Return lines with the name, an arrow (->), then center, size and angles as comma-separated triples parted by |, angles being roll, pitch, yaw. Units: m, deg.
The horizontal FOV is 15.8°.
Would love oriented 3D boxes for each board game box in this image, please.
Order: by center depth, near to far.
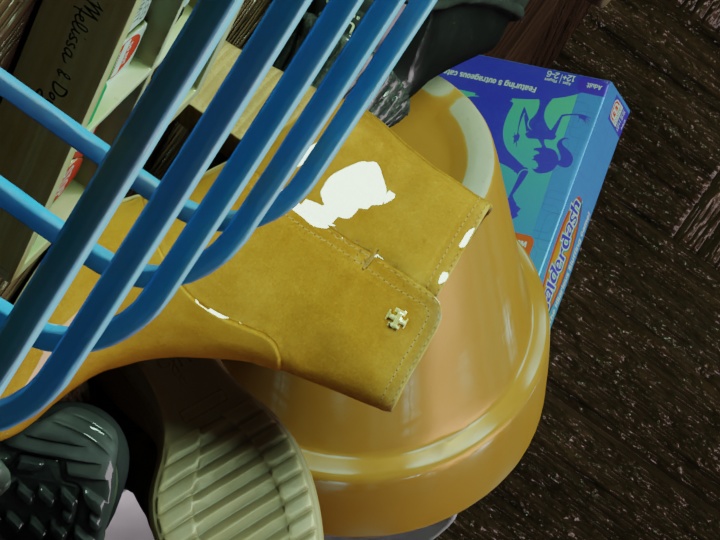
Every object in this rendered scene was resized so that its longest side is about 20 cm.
board game box -> 0.045, -0.023, 1.447 | 0.045, 0.152, 0.200 | 45, 61, -60

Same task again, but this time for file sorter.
file sorter -> -0.058, -0.062, 0.411 | 0.139, 0.123, 0.200 | -56, 177, 19

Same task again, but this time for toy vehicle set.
toy vehicle set -> -0.059, -0.096, 0.805 | 0.124, 0.026, 0.200 | -51, 174, -44

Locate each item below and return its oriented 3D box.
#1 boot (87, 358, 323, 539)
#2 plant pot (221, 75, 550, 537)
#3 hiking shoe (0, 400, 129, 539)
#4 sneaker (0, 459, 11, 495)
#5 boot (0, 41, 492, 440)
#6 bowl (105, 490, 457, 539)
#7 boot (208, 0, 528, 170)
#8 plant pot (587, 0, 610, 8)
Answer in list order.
boot -> -0.068, 0.102, 1.173 | 0.072, 0.200, 0.166 | -21, 156, -11
plant pot -> 0.000, 0.000, 1.285 | 0.200, 0.200, 0.183 | -53, 160, -31
hiking shoe -> -0.148, 0.095, 1.147 | 0.200, 0.076, 0.101 | -49, -166, 50
sneaker -> -0.158, 0.075, 0.762 | 0.091, 0.076, 0.200 | -47, 172, -20
boot -> -0.049, 0.019, 1.035 | 0.201, 0.144, 0.071 | -54, 175, -9
bowl -> -0.067, 0.119, 1.445 | 0.200, 0.199, 0.075 | -37, -131, 51
boot -> -0.005, -0.081, 1.173 | 0.158, 0.079, 0.211 | -63, 164, 11
plant pot -> 0.172, -0.272, 1.639 | 0.201, 0.093, 0.201 | -55, 175, -7
